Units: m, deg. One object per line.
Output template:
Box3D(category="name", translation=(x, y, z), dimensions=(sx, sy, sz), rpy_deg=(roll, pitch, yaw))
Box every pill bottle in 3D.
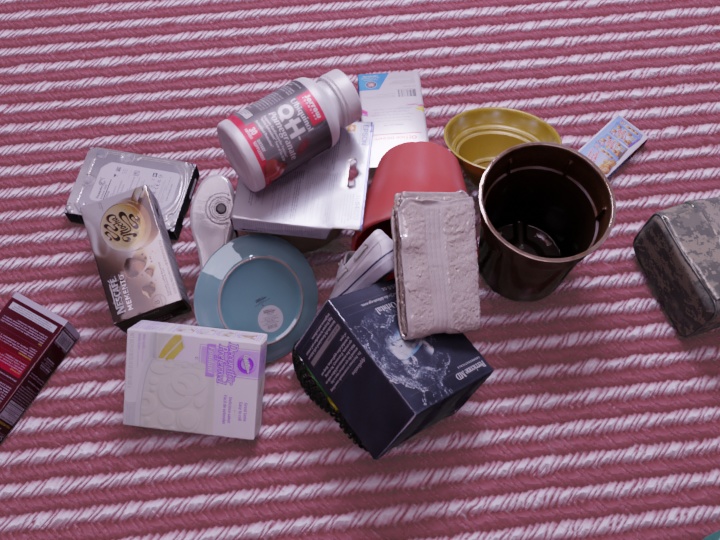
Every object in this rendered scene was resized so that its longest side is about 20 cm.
Box3D(category="pill bottle", translation=(-0.099, -0.210, 1.077), dimensions=(0.199, 0.111, 0.111), rpy_deg=(-34, 68, -16))

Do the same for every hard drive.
Box3D(category="hard drive", translation=(-0.393, -0.136, 1.279), dimensions=(0.197, 0.038, 0.141), rpy_deg=(10, 64, 6))

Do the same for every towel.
Box3D(category="towel", translation=(0.108, -0.010, 1.028), dimensions=(0.131, 0.034, 0.203), rpy_deg=(-4, 89, -27))

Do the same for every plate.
Box3D(category="plate", translation=(-0.154, 0.046, 1.131), dimensions=(0.198, 0.026, 0.203), rpy_deg=(-2, 95, -24))

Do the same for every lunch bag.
Box3D(category="lunch bag", translation=(0.554, -0.011, 1.159), dimensions=(0.166, 0.140, 0.202), rpy_deg=(-19, 66, -8))

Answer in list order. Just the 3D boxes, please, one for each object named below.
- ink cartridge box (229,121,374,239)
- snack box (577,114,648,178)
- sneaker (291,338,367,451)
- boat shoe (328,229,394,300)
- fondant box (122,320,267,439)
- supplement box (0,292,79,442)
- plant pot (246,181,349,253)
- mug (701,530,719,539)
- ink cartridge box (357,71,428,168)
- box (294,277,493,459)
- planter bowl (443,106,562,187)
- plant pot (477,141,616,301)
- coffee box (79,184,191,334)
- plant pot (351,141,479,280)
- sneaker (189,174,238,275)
Box3D(category="ink cartridge box", translation=(-0.085, -0.146, 1.131), dimensions=(0.197, 0.041, 0.202), rpy_deg=(6, 64, 3))
Box3D(category="snack box", translation=(0.421, -0.195, 1.311), dimensions=(0.200, 0.024, 0.072), rpy_deg=(-41, 70, -17))
Box3D(category="sneaker", translation=(-0.027, 0.176, 1.115), dimensions=(0.200, 0.078, 0.085), rpy_deg=(44, 65, 9))
Box3D(category="boat shoe", translation=(0.000, 0.000, 1.127), dimensions=(0.073, 0.200, 0.067), rpy_deg=(-27, 81, -42))
Box3D(category="fondant box", translation=(-0.242, 0.159, 1.087), dimensions=(0.197, 0.058, 0.147), rpy_deg=(6, 98, 2))
Box3D(category="supplement box", translation=(-0.538, 0.147, 1.129), dimensions=(0.108, 0.061, 0.201), rpy_deg=(25, 66, 13))
Box3D(category="plant pot", translation=(-0.114, -0.147, 1.230), dimensions=(0.197, 0.135, 0.203), rpy_deg=(0, 65, 0))
Box3D(category="mug", translation=(0.521, 0.418, 0.965), dimensions=(0.182, 0.115, 0.154), rpy_deg=(6, 64, 2))
Box3D(category="ink cartridge box", translation=(0.057, -0.252, 1.316), dimensions=(0.113, 0.068, 0.203), rpy_deg=(-4, 64, -1))
Box3D(category="box", translation=(0.050, 0.128, 1.059), dimensions=(0.195, 0.118, 0.201), rpy_deg=(-17, 60, -47))
Box3D(category="planter bowl", translation=(0.237, -0.192, 1.264), dimensions=(0.197, 0.084, 0.202), rpy_deg=(1, 43, -1))
Box3D(category="plant pot", translation=(0.270, -0.058, 1.150), dimensions=(0.197, 0.199, 0.203), rpy_deg=(0, 63, 1))
Box3D(category="coffee box", translation=(-0.355, -0.017, 1.174), dimensions=(0.112, 0.080, 0.202), rpy_deg=(-19, 77, -6))
Box3D(category="plant pot", translation=(0.090, -0.095, 1.182), dimensions=(0.197, 0.201, 0.179), rpy_deg=(5, 56, 2))
Box3D(category="sneaker", translation=(-0.227, -0.044, 1.185), dimensions=(0.072, 0.112, 0.203), rpy_deg=(-2, 85, -3))
